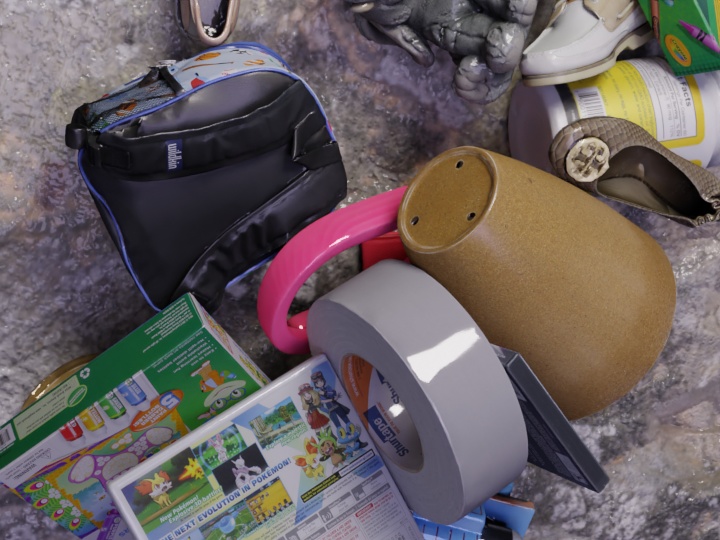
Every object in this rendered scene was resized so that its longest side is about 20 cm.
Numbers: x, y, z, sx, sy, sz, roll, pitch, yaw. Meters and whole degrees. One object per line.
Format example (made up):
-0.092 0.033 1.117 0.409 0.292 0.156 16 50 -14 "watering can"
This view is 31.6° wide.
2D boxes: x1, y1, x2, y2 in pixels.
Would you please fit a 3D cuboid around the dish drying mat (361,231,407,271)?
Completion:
0.041 0.061 1.169 0.076 0.018 0.202 -5 109 -10 "dish drying mat"

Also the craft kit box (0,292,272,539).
-0.164 0.137 1.021 0.199 0.049 0.198 -35 141 2 "craft kit box"

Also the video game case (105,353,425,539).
-0.068 0.193 0.986 0.199 0.022 0.184 -30 94 -21 "video game case"

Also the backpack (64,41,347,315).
-0.114 -0.083 1.004 0.189 0.155 0.201 -22 126 -3 "backpack"

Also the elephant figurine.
0.043 -0.230 1.024 0.198 0.155 0.143 18 66 4 "elephant figurine"

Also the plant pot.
0.121 -0.006 1.008 0.187 0.186 0.200 -50 129 3 "plant pot"

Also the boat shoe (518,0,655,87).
0.186 -0.206 1.061 0.200 0.074 0.069 -37 121 -49 "boat shoe"

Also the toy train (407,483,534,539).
0.054 0.209 1.097 0.198 0.115 0.087 17 115 -7 "toy train"

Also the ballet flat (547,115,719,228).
0.236 -0.074 1.050 0.199 0.047 0.068 19 122 -35 "ballet flat"

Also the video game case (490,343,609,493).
0.099 0.101 1.026 0.019 0.199 0.143 -45 116 -15 "video game case"

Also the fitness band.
0.000 0.000 1.054 0.199 0.037 0.144 -23 149 -33 "fitness band"

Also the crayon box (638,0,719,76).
0.310 -0.271 1.076 0.200 0.058 0.119 -48 117 -28 "crayon box"

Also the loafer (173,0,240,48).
-0.113 -0.274 0.989 0.071 0.063 0.202 -3 108 -15 "loafer"

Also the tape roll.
0.040 0.094 0.987 0.066 0.200 0.202 -31 114 -23 "tape roll"

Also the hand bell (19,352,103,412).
-0.202 0.178 1.110 0.104 0.104 0.201 -32 125 -4 "hand bell"

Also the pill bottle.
0.240 -0.128 1.116 0.198 0.114 0.116 -9 110 -14 "pill bottle"
